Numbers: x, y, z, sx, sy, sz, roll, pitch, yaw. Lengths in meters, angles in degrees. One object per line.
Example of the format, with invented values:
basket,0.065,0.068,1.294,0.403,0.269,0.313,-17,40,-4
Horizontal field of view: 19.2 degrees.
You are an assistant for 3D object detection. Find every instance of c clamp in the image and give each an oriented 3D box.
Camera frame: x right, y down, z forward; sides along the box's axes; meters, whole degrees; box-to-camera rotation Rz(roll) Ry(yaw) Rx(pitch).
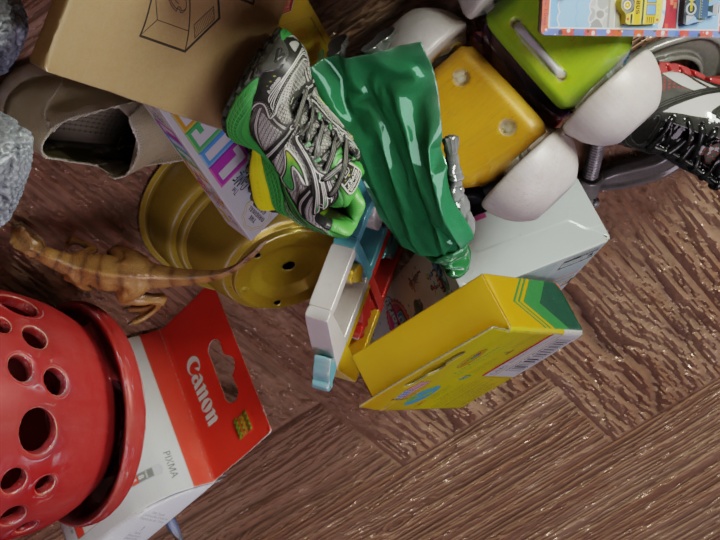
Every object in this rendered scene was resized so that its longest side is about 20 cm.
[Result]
c clamp,0.218,-0.115,1.742,0.170,0.027,0.200,-9,141,-20

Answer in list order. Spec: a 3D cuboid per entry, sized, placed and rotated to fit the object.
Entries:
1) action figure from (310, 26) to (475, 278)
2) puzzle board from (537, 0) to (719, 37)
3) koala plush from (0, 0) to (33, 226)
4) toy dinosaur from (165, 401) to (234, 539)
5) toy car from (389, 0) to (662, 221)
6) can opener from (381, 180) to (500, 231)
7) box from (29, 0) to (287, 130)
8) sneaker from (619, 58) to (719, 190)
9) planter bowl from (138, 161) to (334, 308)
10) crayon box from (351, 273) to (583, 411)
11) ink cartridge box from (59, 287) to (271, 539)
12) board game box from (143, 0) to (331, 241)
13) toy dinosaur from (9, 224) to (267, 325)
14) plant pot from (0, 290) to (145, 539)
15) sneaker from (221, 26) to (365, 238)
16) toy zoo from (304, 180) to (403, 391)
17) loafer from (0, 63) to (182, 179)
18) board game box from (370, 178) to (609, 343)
action figure,0.034,-0.076,1.512,0.118,0.055,0.201,-1,126,37
puzzle board,0.196,-0.261,1.460,0.150,0.017,0.201,-3,102,-25
koala plush,-0.312,-0.066,1.420,0.183,0.178,0.200,-1,140,-10
toy dinosaur,-0.178,0.168,1.881,0.181,0.105,0.200,-28,108,29
toy car,0.122,-0.147,1.565,0.200,0.175,0.150,-43,175,20
can opener,0.067,-0.070,1.640,0.078,0.064,0.200,-30,170,36
box,-0.111,-0.203,1.388,0.163,0.021,0.201,16,102,-41
sneaker,0.264,-0.113,1.675,0.200,0.098,0.071,0,137,-37
planter bowl,-0.066,-0.030,1.653,0.199,0.084,0.201,-15,143,-11
crayon box,0.079,0.056,1.629,0.127,0.051,0.200,-32,165,19
ink cartridge box,-0.176,0.122,1.718,0.200,0.163,0.050,-42,142,24
board game box,-0.080,-0.130,1.506,0.134,0.034,0.200,-45,140,-10
toy dinosaur,-0.168,0.005,1.613,0.199,0.061,0.106,5,170,3
plant pot,-0.273,0.109,1.626,0.182,0.201,0.201,-1,139,-36
sneaker,-0.035,-0.093,1.451,0.078,0.085,0.200,-56,157,-18
toy zoo,0.000,0.000,1.638,0.020,0.201,0.131,15,161,16
loafer,-0.162,-0.101,1.525,0.199,0.068,0.076,0,138,-28
board game box,0.095,0.014,1.739,0.147,0.064,0.200,-19,163,-28
